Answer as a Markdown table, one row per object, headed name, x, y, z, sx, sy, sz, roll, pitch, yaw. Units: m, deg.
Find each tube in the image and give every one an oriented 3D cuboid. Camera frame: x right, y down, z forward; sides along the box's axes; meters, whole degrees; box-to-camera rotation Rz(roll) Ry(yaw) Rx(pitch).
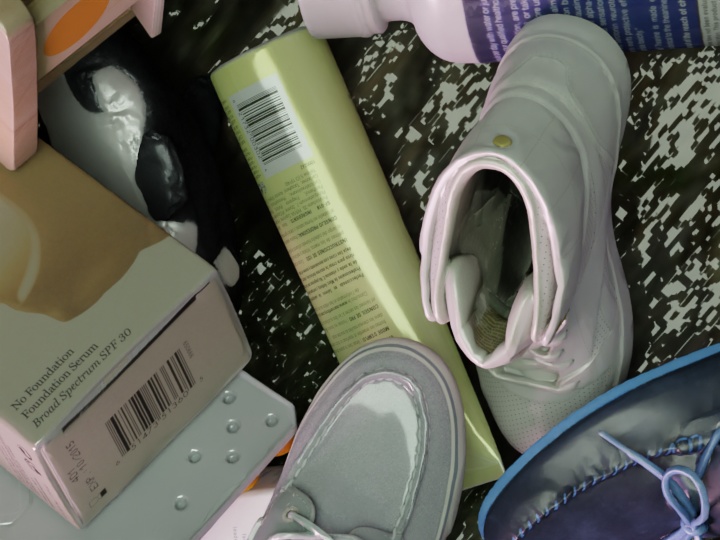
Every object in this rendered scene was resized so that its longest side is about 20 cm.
| name | x | y | z | sx | sy | sz | roll | pitch | yaw |
| --- | --- | --- | --- | --- | --- | --- | --- | --- | --- |
| tube | 0.000 | 0.000 | 1.165 | 0.052 | 0.058 | 0.201 | -24 | 87 | 8 |

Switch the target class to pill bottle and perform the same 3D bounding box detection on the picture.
| name | x | y | z | sx | sy | sz | roll | pitch | yaw |
| --- | --- | --- | --- | --- | --- | --- | --- | --- | --- |
| pill bottle | 0.076 | -0.139 | 1.112 | 0.199 | 0.111 | 0.111 | -4 | 93 | 10 |

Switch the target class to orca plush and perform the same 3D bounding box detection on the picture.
| name | x | y | z | sx | sy | sz | roll | pitch | yaw |
| --- | --- | --- | --- | --- | --- | --- | --- | --- | --- |
| orca plush | -0.096 | -0.064 | 1.187 | 0.200 | 0.071 | 0.105 | 53 | 145 | 13 |

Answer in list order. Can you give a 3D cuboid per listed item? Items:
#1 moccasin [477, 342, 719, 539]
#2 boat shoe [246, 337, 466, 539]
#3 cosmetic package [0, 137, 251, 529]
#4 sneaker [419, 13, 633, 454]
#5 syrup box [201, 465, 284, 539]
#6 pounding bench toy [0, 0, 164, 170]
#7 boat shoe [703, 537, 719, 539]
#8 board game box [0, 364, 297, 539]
| name | x | y | z | sx | sy | sz | roll | pitch | yaw |
| --- | --- | --- | --- | --- | --- | --- | --- | --- | --- |
| moccasin | 0.143 | 0.072 | 1.110 | 0.200 | 0.081 | 0.068 | -30 | 55 | 1 |
| boat shoe | -0.014 | 0.123 | 1.083 | 0.070 | 0.072 | 0.201 | 22 | 92 | 8 |
| cosmetic package | -0.151 | 0.000 | 1.130 | 0.200 | 0.071 | 0.105 | 34 | 70 | 28 |
| sneaker | 0.057 | 0.015 | 1.088 | 0.073 | 0.116 | 0.201 | 11 | 128 | 19 |
| syrup box | -0.087 | 0.128 | 1.173 | 0.199 | 0.081 | 0.079 | -5 | 92 | 8 |
| pounding bench toy | -0.155 | -0.166 | 1.090 | 0.156 | 0.124 | 0.200 | -41 | 78 | -19 |
| boat shoe | 0.176 | 0.133 | 1.138 | 0.201 | 0.060 | 0.072 | -28 | 89 | 10 |
| board game box | -0.157 | 0.085 | 1.136 | 0.200 | 0.026 | 0.200 | 32 | 69 | 28 |
